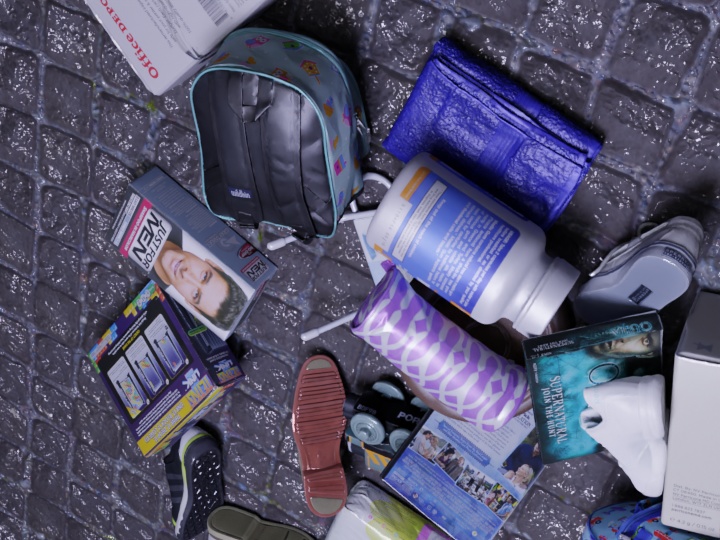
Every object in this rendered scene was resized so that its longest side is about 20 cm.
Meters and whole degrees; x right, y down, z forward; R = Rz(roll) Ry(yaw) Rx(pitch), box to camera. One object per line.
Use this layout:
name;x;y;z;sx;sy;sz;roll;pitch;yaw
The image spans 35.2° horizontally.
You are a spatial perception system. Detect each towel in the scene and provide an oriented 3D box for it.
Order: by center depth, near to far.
towel;0.127;-0.123;1.146;0.199;0.050;0.149;36;127;8

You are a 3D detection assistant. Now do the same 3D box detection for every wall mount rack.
wall mount rack;0.000;0.000;1.269;0.171;0.075;0.203;-8;112;31

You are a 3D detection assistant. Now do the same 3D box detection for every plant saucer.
plant saucer;0.131;0.075;1.212;0.196;0.032;0.204;1;108;3

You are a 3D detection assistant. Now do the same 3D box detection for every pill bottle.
pill bottle;0.113;-0.019;1.124;0.199;0.112;0.113;35;128;9

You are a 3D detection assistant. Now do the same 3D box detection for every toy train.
toy train;0.068;0.210;1.350;0.197;0.085;0.115;17;133;21

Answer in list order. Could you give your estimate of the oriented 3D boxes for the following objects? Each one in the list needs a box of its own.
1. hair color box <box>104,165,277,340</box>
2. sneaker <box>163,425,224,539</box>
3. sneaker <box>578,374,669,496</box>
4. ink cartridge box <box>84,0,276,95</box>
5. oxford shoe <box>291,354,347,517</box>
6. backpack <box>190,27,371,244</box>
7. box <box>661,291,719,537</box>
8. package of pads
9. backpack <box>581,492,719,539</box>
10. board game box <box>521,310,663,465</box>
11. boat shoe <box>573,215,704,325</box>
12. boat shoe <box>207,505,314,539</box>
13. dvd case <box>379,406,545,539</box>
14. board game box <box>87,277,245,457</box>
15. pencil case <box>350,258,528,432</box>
hair color box;-0.208;-0.021;1.387;0.199;0.061;0.099;39;128;4
sneaker;-0.237;0.286;1.587;0.083;0.071;0.203;40;132;35
sneaker;0.263;0.161;1.134;0.087;0.076;0.201;0;144;18
ink cartridge box;-0.182;-0.304;1.197;0.199;0.084;0.146;-31;99;37
oxford shoe;-0.055;0.200;1.420;0.069;0.074;0.204;-1;100;-11
backpack;-0.082;-0.153;1.176;0.173;0.154;0.202;15;143;22
box;0.364;0.144;1.110;0.107;0.128;0.203;10;121;23
package of pads;0.046;0.380;1.462;0.198;0.068;0.156;31;128;10
backpack;0.320;0.304;1.193;0.199;0.180;0.137;29;123;56
board game box;0.238;0.123;1.148;0.133;0.029;0.201;-13;140;5
boat shoe;0.277;-0.005;1.114;0.074;0.087;0.202;33;157;3
boat shoe;-0.123;0.395;1.571;0.198;0.075;0.069;22;132;26
dvd case;0.134;0.194;1.263;0.142;0.018;0.201;37;90;7
board game box;-0.254;0.121;1.471;0.200;0.056;0.167;-41;77;39
pencil case;0.085;0.081;1.157;0.199;0.086;0.084;37;160;-12
